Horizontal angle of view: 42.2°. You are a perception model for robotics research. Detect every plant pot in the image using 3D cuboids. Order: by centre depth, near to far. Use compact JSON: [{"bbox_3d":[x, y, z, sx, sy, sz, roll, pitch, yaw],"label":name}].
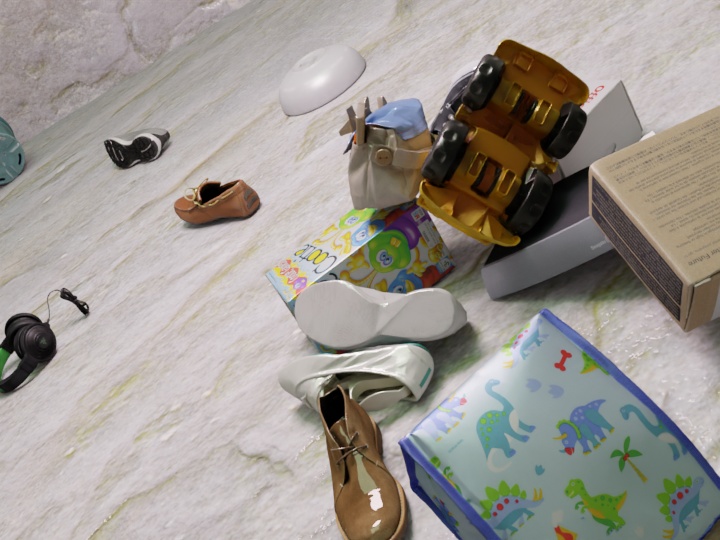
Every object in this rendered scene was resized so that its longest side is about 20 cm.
[{"bbox_3d":[-1.086,-0.349,2.742,0.200,0.202,0.195,-41,37,-17],"label":"plant pot"}]

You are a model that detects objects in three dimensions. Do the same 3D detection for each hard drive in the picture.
[{"bbox_3d":[0.217,-0.050,1.007,0.199,0.042,0.136,-29,23,50],"label":"hard drive"}]

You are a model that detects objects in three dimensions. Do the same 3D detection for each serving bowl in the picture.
[{"bbox_3d":[-0.090,-0.403,1.909,0.197,0.066,0.201,-26,28,15],"label":"serving bowl"}]

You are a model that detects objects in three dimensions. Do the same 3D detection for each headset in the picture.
[{"bbox_3d":[-0.550,0.121,1.589,0.123,0.094,0.202,19,72,51],"label":"headset"}]

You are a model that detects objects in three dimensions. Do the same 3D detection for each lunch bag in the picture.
[{"bbox_3d":[0.155,0.163,0.714,0.169,0.128,0.200,-40,58,-14],"label":"lunch bag"}]

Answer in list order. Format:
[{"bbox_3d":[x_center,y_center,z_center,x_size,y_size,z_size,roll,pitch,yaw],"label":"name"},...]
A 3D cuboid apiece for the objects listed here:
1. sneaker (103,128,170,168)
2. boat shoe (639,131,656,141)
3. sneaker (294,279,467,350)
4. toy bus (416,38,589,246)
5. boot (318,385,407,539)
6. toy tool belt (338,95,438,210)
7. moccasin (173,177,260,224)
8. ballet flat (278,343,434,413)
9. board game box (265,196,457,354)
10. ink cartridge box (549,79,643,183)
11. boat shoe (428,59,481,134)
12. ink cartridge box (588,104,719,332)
[{"bbox_3d":[-0.524,-0.292,2.194,0.197,0.075,0.079,-1,31,35],"label":"sneaker"},{"bbox_3d":[0.319,-0.077,0.982,0.069,0.071,0.202,-45,30,24],"label":"boat shoe"},{"bbox_3d":[0.024,0.055,1.047,0.196,0.088,0.077,3,84,22],"label":"sneaker"},{"bbox_3d":[0.150,-0.130,1.056,0.203,0.134,0.192,-62,1,-5],"label":"toy bus"},{"bbox_3d":[-0.008,0.188,0.894,0.073,0.076,0.201,-28,29,4],"label":"boot"},{"bbox_3d":[0.038,-0.164,1.121,0.122,0.125,0.201,-10,22,21],"label":"toy tool belt"},{"bbox_3d":[-0.264,-0.127,1.645,0.199,0.078,0.074,2,43,47],"label":"moccasin"},{"bbox_3d":[-0.014,0.125,1.014,0.197,0.070,0.070,-12,34,28],"label":"ballet flat"},{"bbox_3d":[0.000,0.000,1.145,0.199,0.106,0.103,-37,27,-6],"label":"board game box"},{"bbox_3d":[0.232,-0.169,1.190,0.146,0.087,0.199,-44,28,-19],"label":"ink cartridge box"},{"bbox_3d":[0.132,-0.206,1.306,0.200,0.071,0.069,-48,21,46],"label":"boat shoe"},{"bbox_3d":[0.330,-0.060,0.840,0.197,0.076,0.166,-23,51,-7],"label":"ink cartridge box"}]
